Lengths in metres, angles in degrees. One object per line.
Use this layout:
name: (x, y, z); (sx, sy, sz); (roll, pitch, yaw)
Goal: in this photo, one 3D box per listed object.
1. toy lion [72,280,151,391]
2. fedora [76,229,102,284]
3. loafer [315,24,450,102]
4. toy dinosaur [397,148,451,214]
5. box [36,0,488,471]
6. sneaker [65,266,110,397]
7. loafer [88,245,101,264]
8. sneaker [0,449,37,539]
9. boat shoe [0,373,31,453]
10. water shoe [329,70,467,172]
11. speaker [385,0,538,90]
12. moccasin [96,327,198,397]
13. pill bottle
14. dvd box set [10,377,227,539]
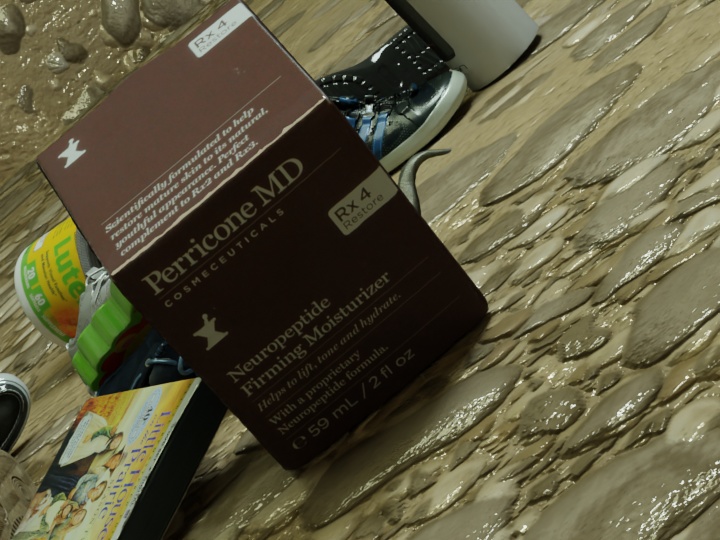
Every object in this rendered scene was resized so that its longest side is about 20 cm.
toy lion: (-0.135, 0.016, 1.673); (0.192, 0.069, 0.200); (-37, -20, -7)
fedora: (-0.147, -0.044, 1.889); (0.090, 0.176, 0.201); (-7, -66, -64)
loafer: (0.005, -0.142, 1.968); (0.200, 0.073, 0.071); (-33, -15, -20)
toy dinosaur: (0.000, 0.000, 1.551); (0.200, 0.077, 0.102); (-35, 27, -1)
box: (-0.060, -0.022, 1.374); (0.166, 0.200, 0.164); (-39, 37, 0)
sneaker: (-0.187, 0.014, 1.760); (0.075, 0.082, 0.200); (-14, -42, -51)
loafer: (-0.184, -0.049, 1.621); (0.072, 0.063, 0.200); (-51, 8, -1)
sneaker: (-0.304, 0.207, 1.666); (0.112, 0.071, 0.200); (-40, 9, 13)
boat shoe: (-0.355, 0.174, 1.930); (0.200, 0.069, 0.057); (-47, 22, -6)
water shoe: (-0.004, -0.115, 1.863); (0.200, 0.079, 0.072); (-36, 14, 14)
speaker: (0.056, -0.244, 1.862); (0.081, 0.200, 0.081); (-41, 15, 14)
moccasin: (-0.122, 0.074, 1.622); (0.200, 0.080, 0.068); (-52, 32, 36)
pill bottle: (-0.210, -0.018, 2.035); (0.200, 0.111, 0.111); (-31, 16, 31)
dvd box set: (-0.169, 0.147, 1.513); (0.200, 0.029, 0.147); (-13, 46, 61)
